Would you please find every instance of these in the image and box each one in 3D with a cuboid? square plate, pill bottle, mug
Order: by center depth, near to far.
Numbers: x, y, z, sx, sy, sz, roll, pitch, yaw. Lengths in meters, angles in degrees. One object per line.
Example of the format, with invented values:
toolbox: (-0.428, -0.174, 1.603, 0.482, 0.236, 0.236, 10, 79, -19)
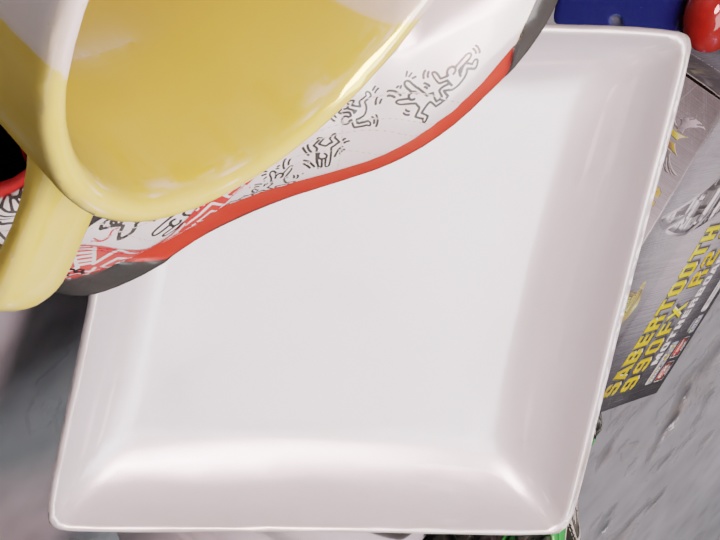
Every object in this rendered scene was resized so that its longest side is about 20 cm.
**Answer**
mug: (-0.078, -0.101, 0.603, 0.187, 0.153, 0.149, -50, 159, -2)
square plate: (0.000, 0.000, 0.928, 0.200, 0.028, 0.198, 3, 115, -21)
pill bottle: (-0.003, 0.041, 1.032, 0.200, 0.116, 0.116, -56, 158, 12)

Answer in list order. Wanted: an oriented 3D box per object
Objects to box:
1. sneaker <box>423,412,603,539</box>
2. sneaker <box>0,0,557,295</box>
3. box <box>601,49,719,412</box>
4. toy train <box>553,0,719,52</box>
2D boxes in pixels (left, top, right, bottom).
sneaker: (0.070, 0.064, 1.103, 0.085, 0.200, 0.078, 28, 128, -28)
sneaker: (-0.038, -0.063, 0.795, 0.201, 0.067, 0.108, -29, 158, 10)
box: (0.145, -0.018, 1.331, 0.158, 0.048, 0.200, -12, 135, -60)
toy train: (0.119, -0.126, 1.046, 0.116, 0.085, 0.200, -48, 153, -50)
